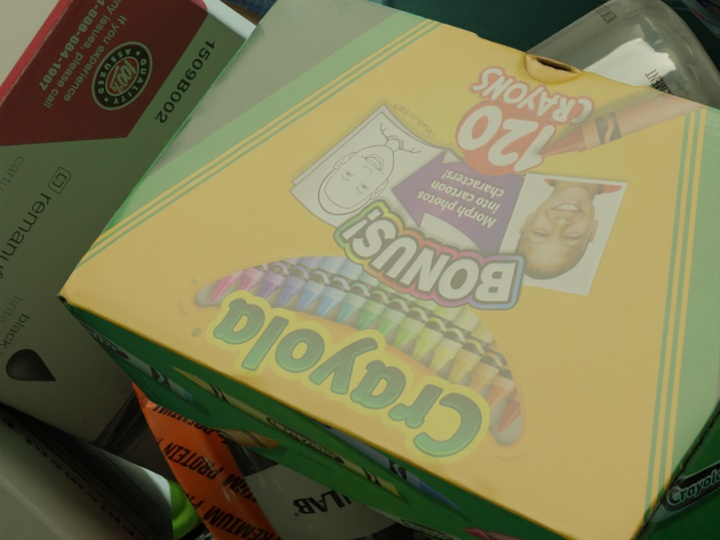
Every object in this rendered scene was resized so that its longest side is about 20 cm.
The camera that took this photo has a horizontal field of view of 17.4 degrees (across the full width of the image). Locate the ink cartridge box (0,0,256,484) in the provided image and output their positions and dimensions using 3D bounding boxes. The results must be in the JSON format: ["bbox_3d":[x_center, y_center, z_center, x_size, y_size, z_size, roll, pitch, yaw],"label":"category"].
[{"bbox_3d":[-0.074,-0.021,0.790,0.147,0.200,0.083,-55,45,4],"label":"ink cartridge box"}]

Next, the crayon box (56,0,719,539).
[{"bbox_3d":[0.030,0.006,0.619,0.200,0.058,0.119,22,69,38],"label":"crayon box"}]

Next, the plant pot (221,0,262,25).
[{"bbox_3d":[-0.097,-0.023,1.102,0.200,0.201,0.093,-30,18,12],"label":"plant pot"}]

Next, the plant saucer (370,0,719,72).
[{"bbox_3d":[0.098,-0.075,0.830,0.199,0.070,0.019,6,36,-2],"label":"plant saucer"}]

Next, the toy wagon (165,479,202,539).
[{"bbox_3d":[-0.063,0.067,1.013,0.200,0.040,0.155,-36,11,-22],"label":"toy wagon"}]

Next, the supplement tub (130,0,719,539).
[{"bbox_3d":[0.036,0.013,0.732,0.200,0.123,0.123,-32,10,5],"label":"supplement tub"}]

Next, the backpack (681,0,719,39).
[{"bbox_3d":[0.120,-0.175,0.725,0.150,0.200,0.178,-33,0,1],"label":"backpack"}]

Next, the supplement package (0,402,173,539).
[{"bbox_3d":[-0.144,0.102,0.800,0.121,0.120,0.200,-47,10,3],"label":"supplement package"}]

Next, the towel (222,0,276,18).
[{"bbox_3d":[-0.037,-0.109,1.143,0.024,0.146,0.200,-112,43,-62],"label":"towel"}]
